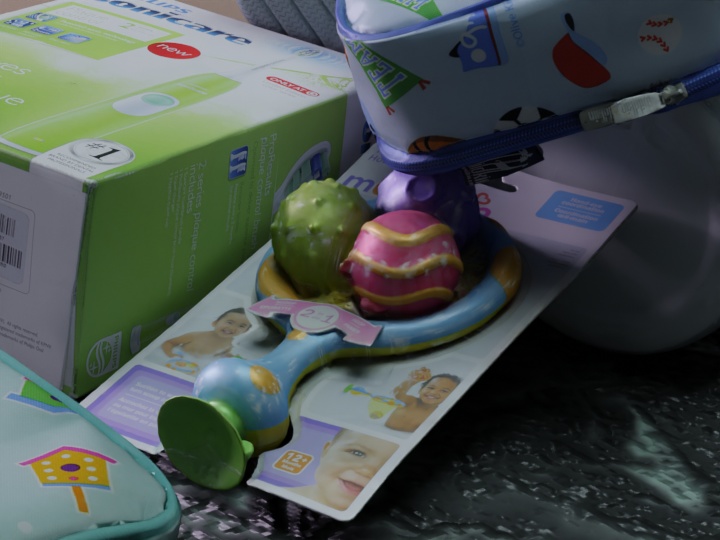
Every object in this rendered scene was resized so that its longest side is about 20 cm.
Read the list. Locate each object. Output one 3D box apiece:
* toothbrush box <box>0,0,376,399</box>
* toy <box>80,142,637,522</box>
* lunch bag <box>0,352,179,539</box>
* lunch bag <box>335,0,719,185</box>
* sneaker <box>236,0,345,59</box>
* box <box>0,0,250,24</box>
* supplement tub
[{"bbox_3d":[-0.100,-0.038,0.909,0.145,0.086,0.200,20,24,28],"label":"toothbrush box"},{"bbox_3d":[0.000,0.000,0.820,0.115,0.047,0.200,16,43,29],"label":"toy"},{"bbox_3d":[-0.155,0.078,0.597,0.200,0.077,0.160,-15,30,-42],"label":"lunch bag"},{"bbox_3d":[0.076,-0.110,0.851,0.160,0.076,0.200,-16,27,13],"label":"lunch bag"},{"bbox_3d":[0.006,-0.107,0.983,0.073,0.200,0.071,-12,25,45],"label":"sneaker"},{"bbox_3d":[-0.101,-0.119,1.073,0.200,0.095,0.078,16,5,23],"label":"box"},{"bbox_3d":[0.140,-0.050,0.963,0.122,0.123,0.200,18,25,25],"label":"supplement tub"}]
